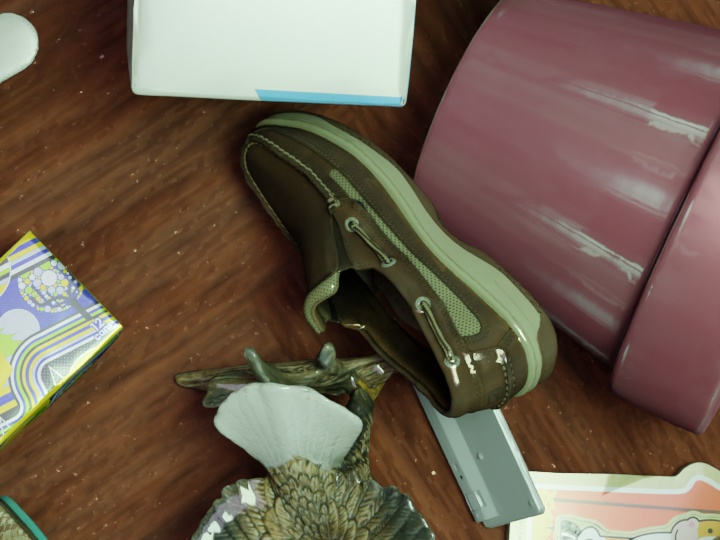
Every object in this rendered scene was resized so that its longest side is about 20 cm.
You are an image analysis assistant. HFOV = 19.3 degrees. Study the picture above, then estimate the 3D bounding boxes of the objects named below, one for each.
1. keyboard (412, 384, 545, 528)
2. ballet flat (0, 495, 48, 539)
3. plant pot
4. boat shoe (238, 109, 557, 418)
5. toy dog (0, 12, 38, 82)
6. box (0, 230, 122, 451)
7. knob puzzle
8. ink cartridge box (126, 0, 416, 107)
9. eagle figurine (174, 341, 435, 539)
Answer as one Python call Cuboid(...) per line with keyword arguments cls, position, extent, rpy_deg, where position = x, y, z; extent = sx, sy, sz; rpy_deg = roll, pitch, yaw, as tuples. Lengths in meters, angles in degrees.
Cuboid(cls="keyboard", position=(0.037, 0.037, 1.080), extent=(0.011, 0.056, 0.200), rpy_deg=(-24, 88, -37))
Cuboid(cls="ballet flat", position=(-0.136, 0.189, 1.008), extent=(0.065, 0.071, 0.200), rpy_deg=(-40, 63, -18))
Cuboid(cls="plant pot", position=(0.131, -0.045, 1.042), extent=(0.179, 0.200, 0.200), rpy_deg=(25, 82, 11))
Cuboid(cls="boat shoe", position=(0.000, -0.004, 1.015), extent=(0.075, 0.075, 0.202), rpy_deg=(-31, 54, -30))
Cuboid(cls="toy dog", position=(-0.209, -0.121, 1.044), extent=(0.096, 0.132, 0.200), rpy_deg=(3, 92, -39))
Cuboid(cls="box", position=(-0.211, 0.075, 1.040), extent=(0.200, 0.064, 0.070), rpy_deg=(-44, 91, -8))
Cuboid(cls="knob puzzle", position=(0.173, 0.198, 1.095), extent=(0.219, 0.030, 0.220), rpy_deg=(1, 84, -8))
Cuboid(cls="ink cartridge box", position=(-0.048, -0.156, 1.026), extent=(0.128, 0.200, 0.126), rpy_deg=(2, 102, -7))
Cuboid(cls="eagle figurine", position=(-0.011, 0.138, 1.031), extent=(0.151, 0.152, 0.200), rpy_deg=(2, 79, -27))
